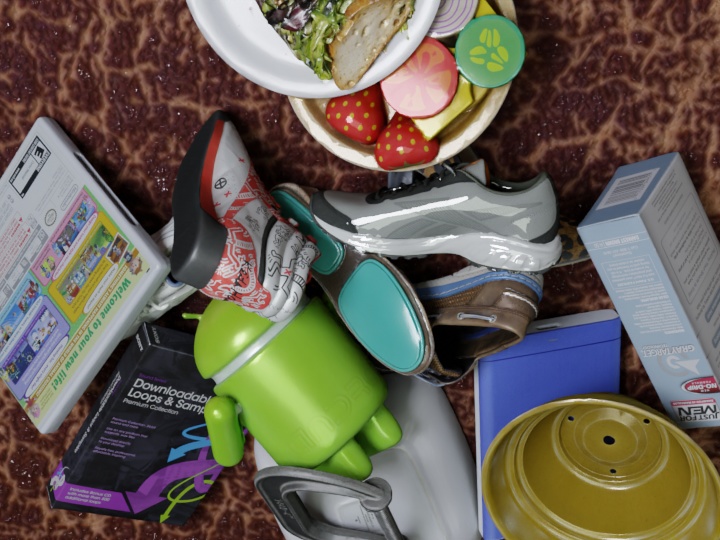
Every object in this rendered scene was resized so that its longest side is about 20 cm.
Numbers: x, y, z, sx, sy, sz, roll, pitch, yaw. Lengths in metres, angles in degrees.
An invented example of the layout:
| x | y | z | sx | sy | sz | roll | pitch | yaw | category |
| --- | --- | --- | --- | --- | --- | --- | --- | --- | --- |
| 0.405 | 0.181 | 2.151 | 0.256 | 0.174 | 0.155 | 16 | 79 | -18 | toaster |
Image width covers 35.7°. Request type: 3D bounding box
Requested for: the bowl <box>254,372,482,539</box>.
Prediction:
| x | y | z | sx | sy | sz | roll | pitch | yaw | category |
| --- | --- | --- | --- | --- | --- | --- | --- | --- | --- |
| 0.008 | 0.210 | 1.038 | 0.197 | 0.075 | 0.202 | -17 | 112 | 13 | bowl |

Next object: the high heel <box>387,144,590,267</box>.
| x | y | z | sx | sy | sz | roll | pitch | yaw | category |
| --- | --- | --- | --- | --- | --- | --- | --- | --- | --- |
| 0.116 | -0.079 | 0.908 | 0.197 | 0.072 | 0.145 | 6 | 111 | 5 | high heel |

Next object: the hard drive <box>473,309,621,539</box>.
| x | y | z | sx | sy | sz | roll | pitch | yaw | category |
| --- | --- | --- | --- | --- | --- | --- | --- | --- | --- |
| 0.167 | 0.140 | 1.001 | 0.130 | 0.025 | 0.203 | -9 | 113 | -10 | hard drive |

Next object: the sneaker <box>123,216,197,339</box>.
| x | y | z | sx | sy | sz | roll | pitch | yaw | category |
| --- | --- | --- | --- | --- | --- | --- | --- | --- | --- |
| -0.178 | 0.004 | 0.960 | 0.199 | 0.087 | 0.075 | -39 | 106 | 20 | sneaker |

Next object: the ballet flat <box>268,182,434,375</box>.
| x | y | z | sx | sy | sz | roll | pitch | yaw | category |
| --- | --- | --- | --- | --- | --- | --- | --- | --- | --- |
| 0.000 | 0.000 | 0.922 | 0.068 | 0.067 | 0.200 | -46 | 74 | 23 | ballet flat |

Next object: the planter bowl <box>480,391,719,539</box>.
| x | y | z | sx | sy | sz | roll | pitch | yaw | category |
| --- | --- | --- | --- | --- | --- | --- | --- | --- | --- |
| 0.206 | 0.166 | 0.942 | 0.197 | 0.084 | 0.203 | 9 | 123 | 14 | planter bowl |

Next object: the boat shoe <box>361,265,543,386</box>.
| x | y | z | sx | sy | sz | roll | pitch | yaw | category |
| --- | --- | --- | --- | --- | --- | --- | --- | --- | --- |
| 0.064 | 0.053 | 0.930 | 0.072 | 0.073 | 0.199 | 33 | 141 | -23 | boat shoe |

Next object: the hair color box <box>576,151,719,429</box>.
| x | y | z | sx | sy | sz | roll | pitch | yaw | category |
| --- | --- | --- | --- | --- | --- | --- | --- | --- | --- |
| 0.257 | 0.019 | 0.911 | 0.060 | 0.099 | 0.201 | -13 | 115 | 43 | hair color box |

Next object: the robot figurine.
| x | y | z | sx | sy | sz | roll | pitch | yaw | category |
| --- | --- | --- | --- | --- | --- | --- | --- | --- | --- |
| -0.056 | 0.087 | 0.931 | 0.200 | 0.175 | 0.116 | 49 | 148 | -4 | robot figurine |

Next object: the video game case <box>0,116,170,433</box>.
| x | y | z | sx | sy | sz | roll | pitch | yaw | category |
| --- | --- | --- | --- | --- | --- | --- | --- | --- | --- |
| -0.267 | 0.005 | 0.957 | 0.182 | 0.022 | 0.201 | 47 | 113 | 20 | video game case |

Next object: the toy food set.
| x | y | z | sx | sy | sz | roll | pitch | yaw | category |
| --- | --- | --- | --- | --- | --- | --- | --- | --- | --- |
| 0.025 | -0.178 | 0.856 | 0.197 | 0.049 | 0.201 | -40 | 84 | 14 | toy food set |

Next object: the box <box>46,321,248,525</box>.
| x | y | z | sx | sy | sz | roll | pitch | yaw | category |
| --- | --- | --- | --- | --- | --- | --- | --- | --- | --- |
| -0.177 | 0.145 | 1.013 | 0.142 | 0.036 | 0.201 | 17 | 117 | -35 | box |

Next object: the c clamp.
| x | y | z | sx | sy | sz | roll | pitch | yaw | category |
| --- | --- | --- | --- | --- | --- | --- | --- | --- | --- |
| 0.002 | 0.209 | 0.941 | 0.168 | 0.027 | 0.201 | 4 | 149 | 22 | c clamp |

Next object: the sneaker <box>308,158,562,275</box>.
| x | y | z | sx | sy | sz | roll | pitch | yaw | category |
| --- | --- | --- | --- | --- | --- | --- | --- | --- | --- |
| 0.058 | -0.050 | 0.861 | 0.197 | 0.074 | 0.081 | 5 | 109 | 10 | sneaker |

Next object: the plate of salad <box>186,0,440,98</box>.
| x | y | z | sx | sy | sz | roll | pitch | yaw | category |
| --- | --- | --- | --- | --- | --- | --- | --- | --- | --- |
| -0.037 | -0.221 | 0.798 | 0.197 | 0.048 | 0.203 | 3 | 111 | 7 | plate of salad |

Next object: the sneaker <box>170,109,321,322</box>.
| x | y | z | sx | sy | sz | roll | pitch | yaw | category |
| --- | --- | --- | --- | --- | --- | --- | --- | --- | --- |
| -0.089 | -0.041 | 0.885 | 0.107 | 0.203 | 0.067 | 27 | 121 | -23 | sneaker |
